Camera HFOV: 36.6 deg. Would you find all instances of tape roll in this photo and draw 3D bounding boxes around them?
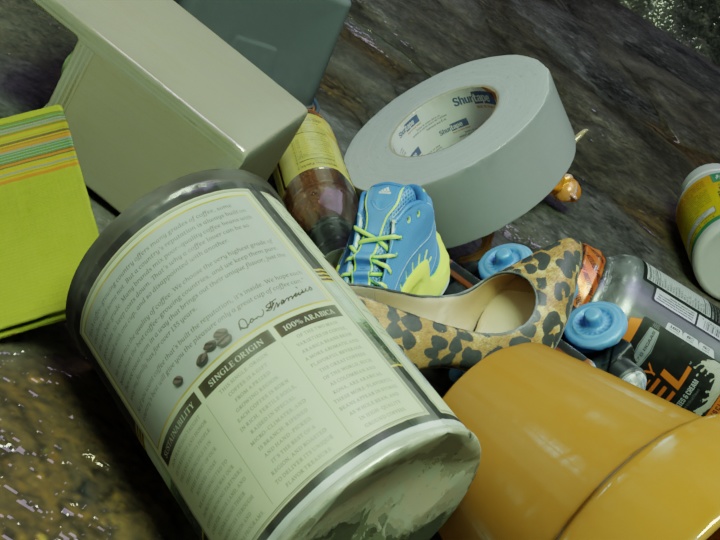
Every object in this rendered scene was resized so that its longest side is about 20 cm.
[{"bbox_3d":[0.084,-0.105,0.952,0.067,0.198,0.202,58,15,-29],"label":"tape roll"}]

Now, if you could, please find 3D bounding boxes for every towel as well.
[{"bbox_3d":[-0.214,-0.035,0.691,0.085,0.018,0.201,-17,46,-12],"label":"towel"}]

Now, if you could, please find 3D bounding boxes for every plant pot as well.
[{"bbox_3d":[0.131,0.141,0.619,0.198,0.203,0.183,5,26,-42],"label":"plant pot"}]

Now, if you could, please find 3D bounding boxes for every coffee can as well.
[{"bbox_3d":[-0.051,0.065,0.588,0.145,0.148,0.200,-2,43,-47],"label":"coffee can"}]

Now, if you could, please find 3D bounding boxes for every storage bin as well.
[{"bbox_3d":[-0.107,-0.233,1.033,0.197,0.135,0.146,11,33,-33],"label":"storage bin"}]

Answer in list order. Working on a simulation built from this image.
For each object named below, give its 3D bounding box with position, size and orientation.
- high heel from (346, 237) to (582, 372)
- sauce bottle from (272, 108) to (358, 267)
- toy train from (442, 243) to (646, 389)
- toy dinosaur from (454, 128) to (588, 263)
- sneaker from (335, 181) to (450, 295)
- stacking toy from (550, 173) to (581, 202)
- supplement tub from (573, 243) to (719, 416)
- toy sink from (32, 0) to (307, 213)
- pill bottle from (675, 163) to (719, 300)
[{"bbox_3d":[0.068,0.012,0.710,0.071,0.200,0.144,24,-28,50],"label":"high heel"},{"bbox_3d":[-0.036,-0.060,0.903,0.065,0.066,0.202,17,34,-27],"label":"sauce bottle"},{"bbox_3d":[0.119,0.056,0.809,0.113,0.088,0.200,-33,38,-15],"label":"toy train"},{"bbox_3d":[0.107,-0.063,0.985,0.197,0.109,0.060,-3,1,38],"label":"toy dinosaur"},{"bbox_3d":[0.000,0.000,0.764,0.074,0.107,0.200,5,27,26],"label":"sneaker"},{"bbox_3d":[0.177,-0.117,1.196,0.198,0.111,0.116,24,14,-40],"label":"stacking toy"},{"bbox_3d":[0.247,0.069,0.919,0.198,0.124,0.123,31,27,-2],"label":"supplement tub"},{"bbox_3d":[-0.162,-0.123,0.820,0.199,0.113,0.130,38,27,1],"label":"toy sink"},{"bbox_3d":[0.453,-0.055,1.350,0.111,0.114,0.201,28,27,-7],"label":"pill bottle"}]
